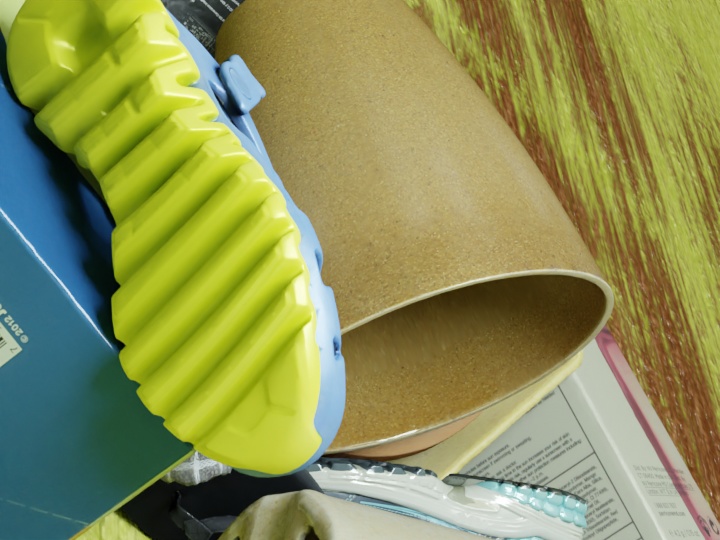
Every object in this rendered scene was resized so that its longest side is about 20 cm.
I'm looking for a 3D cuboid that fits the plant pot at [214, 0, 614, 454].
[{"bbox_3d":[0.003,-0.041,1.194,0.186,0.186,0.201,16,49,-57],"label":"plant pot"}]

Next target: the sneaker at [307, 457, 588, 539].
[{"bbox_3d":[0.022,0.142,1.238,0.199,0.078,0.087,9,84,-19],"label":"sneaker"}]

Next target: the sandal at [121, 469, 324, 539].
[{"bbox_3d":[-0.037,0.139,1.166,0.200,0.076,0.043,41,25,-30],"label":"sandal"}]

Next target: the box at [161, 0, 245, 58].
[{"bbox_3d":[-0.132,-0.156,1.267,0.200,0.164,0.086,42,-9,-25],"label":"box"}]

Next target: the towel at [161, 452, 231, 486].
[{"bbox_3d":[-0.096,-0.006,1.101,0.200,0.085,0.167,-117,-158,-75],"label":"towel"}]

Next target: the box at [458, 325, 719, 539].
[{"bbox_3d":[0.103,0.109,1.424,0.109,0.128,0.201,12,46,-61],"label":"box"}]

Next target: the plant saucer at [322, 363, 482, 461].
[{"bbox_3d":[0.000,0.000,1.292,0.199,0.032,0.202,7,72,-22],"label":"plant saucer"}]

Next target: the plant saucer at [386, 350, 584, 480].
[{"bbox_3d":[-0.007,0.026,1.325,0.200,0.048,0.200,-38,93,-28],"label":"plant saucer"}]

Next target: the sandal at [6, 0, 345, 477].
[{"bbox_3d":[-0.048,-0.018,0.837,0.087,0.079,0.201,26,37,-55],"label":"sandal"}]

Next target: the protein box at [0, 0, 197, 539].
[{"bbox_3d":[-0.173,0.019,0.897,0.199,0.200,0.135,51,22,-7],"label":"protein box"}]

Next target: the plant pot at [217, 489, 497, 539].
[{"bbox_3d":[0.021,0.188,1.091,0.183,0.200,0.201,27,33,-29],"label":"plant pot"}]
